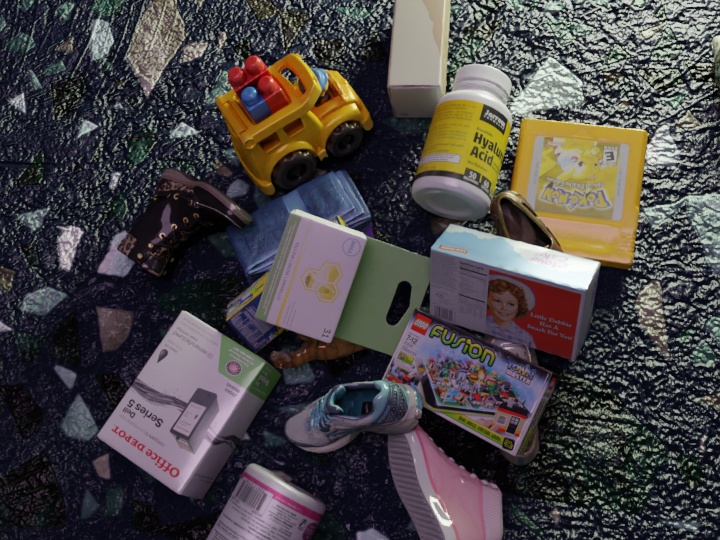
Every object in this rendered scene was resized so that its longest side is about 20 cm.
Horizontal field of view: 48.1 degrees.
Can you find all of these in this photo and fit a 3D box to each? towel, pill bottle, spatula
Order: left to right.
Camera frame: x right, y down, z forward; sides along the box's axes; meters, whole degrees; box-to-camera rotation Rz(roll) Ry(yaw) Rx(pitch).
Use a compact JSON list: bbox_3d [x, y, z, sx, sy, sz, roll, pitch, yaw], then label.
[{"bbox_3d":[-0.136,0.350,0.982,0.113,0.113,0.200,25,77,17],"label":"pill bottle"},{"bbox_3d":[-0.091,-0.067,1.151,0.200,0.049,0.112,-28,57,0],"label":"towel"},{"bbox_3d":[0.000,0.000,1.122,0.056,0.021,0.200,-14,53,5],"label":"spatula"},{"bbox_3d":[0.148,-0.180,1.124,0.111,0.111,0.200,12,73,14],"label":"pill bottle"}]

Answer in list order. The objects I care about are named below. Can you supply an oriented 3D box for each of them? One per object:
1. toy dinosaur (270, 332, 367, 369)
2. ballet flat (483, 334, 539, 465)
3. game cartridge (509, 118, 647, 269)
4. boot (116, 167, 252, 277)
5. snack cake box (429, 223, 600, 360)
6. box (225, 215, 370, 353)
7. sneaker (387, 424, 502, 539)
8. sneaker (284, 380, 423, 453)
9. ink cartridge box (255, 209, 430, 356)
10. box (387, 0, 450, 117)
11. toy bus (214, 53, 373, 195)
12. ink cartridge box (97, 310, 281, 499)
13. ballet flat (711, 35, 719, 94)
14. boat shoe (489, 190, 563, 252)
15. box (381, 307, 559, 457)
[{"bbox_3d":[-0.023,0.093,1.096,0.200,0.060,0.106,-6,84,-4],"label":"toy dinosaur"},{"bbox_3d":[0.197,0.144,1.025,0.067,0.062,0.200,-8,69,6],"label":"ballet flat"},{"bbox_3d":[0.296,-0.109,1.116,0.176,0.032,0.200,8,71,13],"label":"game cartridge"},{"bbox_3d":[-0.256,-0.058,1.155,0.200,0.073,0.151,26,78,37],"label":"boot"},{"bbox_3d":[0.190,0.025,1.019,0.200,0.115,0.067,17,40,23],"label":"snack cake box"},{"bbox_3d":[-0.085,0.017,1.086,0.200,0.070,0.064,-38,107,4],"label":"box"},{"bbox_3d":[0.107,0.265,0.999,0.105,0.075,0.200,-3,45,-24],"label":"sneaker"},{"bbox_3d":[-0.026,0.173,1.015,0.200,0.086,0.078,-22,54,29],"label":"sneaker"},{"bbox_3d":[-0.017,0.023,1.030,0.200,0.048,0.146,19,98,-3],"label":"ink cartridge box"},{"bbox_3d":[0.089,-0.336,1.201,0.078,0.095,0.200,2,72,10],"label":"box"},{"bbox_3d":[-0.102,-0.236,1.140,0.200,0.192,0.136,-32,59,-4],"label":"toy bus"},{"bbox_3d":[-0.225,0.179,1.074,0.145,0.084,0.200,28,77,18],"label":"ink cartridge box"},{"bbox_3d":[0.541,-0.329,1.143,0.074,0.074,0.200,35,78,19],"label":"ballet flat"},{"bbox_3d":[0.231,-0.013,1.053,0.072,0.068,0.200,-37,82,10],"label":"boat shoe"},{"bbox_3d":[0.132,0.136,1.003,0.200,0.035,0.110,24,90,32],"label":"box"}]
